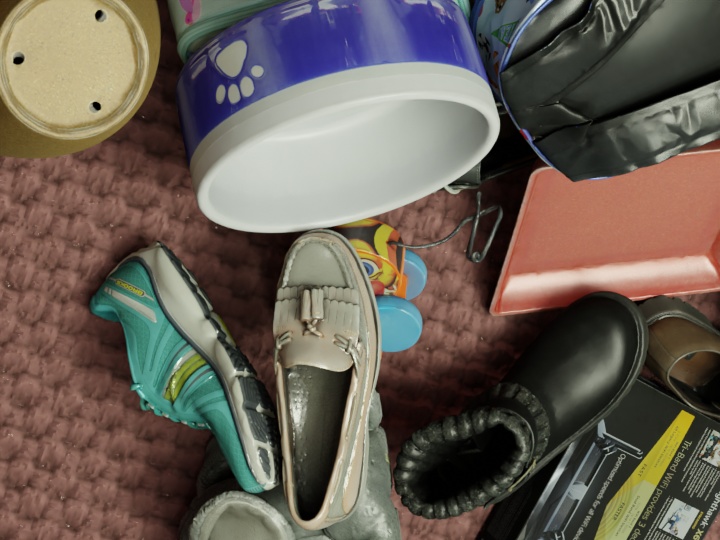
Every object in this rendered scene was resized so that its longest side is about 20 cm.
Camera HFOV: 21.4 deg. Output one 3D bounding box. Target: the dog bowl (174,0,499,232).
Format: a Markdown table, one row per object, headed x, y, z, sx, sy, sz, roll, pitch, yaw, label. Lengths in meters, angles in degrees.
| x | y | z | sx | sy | sz | roll | pitch | yaw | label |
| --- | --- | --- | --- | --- | --- | --- | --- | --- | --- |
| -0.016 | -0.100 | 1.220 | 0.199 | 0.200 | 0.079 | -9 | 71 | -18 | dog bowl |

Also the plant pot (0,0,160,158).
| x | y | z | sx | sy | sz | roll | pitch | yaw | label |
| --- | --- | --- | --- | --- | --- | --- | --- | --- | --- |
| -0.200 | -0.147 | 1.193 | 0.186 | 0.200 | 0.187 | -5 | 106 | -18 | plant pot |

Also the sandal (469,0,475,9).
| x | y | z | sx | sy | sz | roll | pitch | yaw | label |
| --- | --- | --- | --- | --- | --- | --- | --- | --- | --- |
| 0.049 | -0.162 | 1.365 | 0.200 | 0.043 | 0.076 | -25 | 112 | -12 | sandal |

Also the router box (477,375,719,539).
| x | y | z | sx | sy | sz | roll | pitch | yaw | label |
| --- | --- | --- | --- | --- | --- | --- | --- | --- | --- |
| 0.199 | 0.184 | 1.513 | 0.157 | 0.052 | 0.200 | 28 | 94 | -25 | router box |

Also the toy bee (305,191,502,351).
| x | y | z | sx | sy | sz | roll | pitch | yaw | label |
| --- | --- | --- | --- | --- | --- | --- | --- | --- | --- |
| 0.000 | 0.000 | 1.350 | 0.108 | 0.131 | 0.200 | 24 | 111 | -15 | toy bee |

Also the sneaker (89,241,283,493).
| x | y | z | sx | sy | sz | roll | pitch | yaw | label |
| --- | --- | --- | --- | --- | --- | --- | --- | --- | --- |
| -0.117 | 0.075 | 1.315 | 0.080 | 0.200 | 0.078 | -36 | 156 | 3 | sneaker |

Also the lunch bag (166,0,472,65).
| x | y | z | sx | sy | sz | roll | pitch | yaw | label |
| --- | --- | --- | --- | --- | --- | --- | --- | --- | --- |
| -0.029 | -0.170 | 1.253 | 0.199 | 0.160 | 0.077 | -17 | 73 | 4 | lunch bag |

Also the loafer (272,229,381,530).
| x | y | z | sx | sy | sz | roll | pitch | yaw | label |
| --- | --- | --- | --- | --- | --- | --- | --- | --- | --- |
| -0.025 | 0.074 | 1.275 | 0.072 | 0.063 | 0.201 | 0 | 95 | 14 | loafer |

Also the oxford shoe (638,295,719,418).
| x | y | z | sx | sy | sz | roll | pitch | yaw | label |
| --- | --- | --- | --- | --- | --- | --- | --- | --- | --- |
| 0.297 | 0.094 | 1.499 | 0.199 | 0.085 | 0.073 | 20 | 118 | -29 | oxford shoe |

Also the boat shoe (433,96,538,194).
| x | y | z | sx | sy | sz | roll | pitch | yaw | label |
| --- | --- | --- | --- | --- | --- | --- | --- | --- | --- |
| 0.061 | -0.088 | 1.372 | 0.199 | 0.068 | 0.072 | -19 | 133 | -13 | boat shoe |

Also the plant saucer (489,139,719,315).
| x | y | z | sx | sy | sz | roll | pitch | yaw | label |
| --- | --- | --- | --- | --- | --- | --- | --- | --- | --- |
| 0.200 | -0.041 | 1.397 | 0.199 | 0.037 | 0.200 | -6 | 149 | -10 | plant saucer |

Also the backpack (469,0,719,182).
| x | y | z | sx | sy | sz | roll | pitch | yaw | label |
| --- | --- | --- | --- | --- | --- | --- | --- | --- | --- |
| 0.168 | -0.162 | 1.257 | 0.190 | 0.154 | 0.200 | -37 | 122 | 0 | backpack |

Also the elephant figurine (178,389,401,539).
| x | y | z | sx | sy | sz | roll | pitch | yaw | label |
| --- | --- | --- | --- | --- | --- | --- | --- | --- | --- |
| -0.073 | 0.181 | 1.377 | 0.199 | 0.142 | 0.156 | -8 | 77 | 2 | elephant figurine |

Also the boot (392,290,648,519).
| x | y | z | sx | sy | sz | roll | pitch | yaw | label |
| --- | --- | --- | --- | --- | --- | --- | --- | --- | --- |
| 0.122 | 0.099 | 1.389 | 0.079 | 0.158 | 0.211 | 41 | 97 | 17 | boot |
